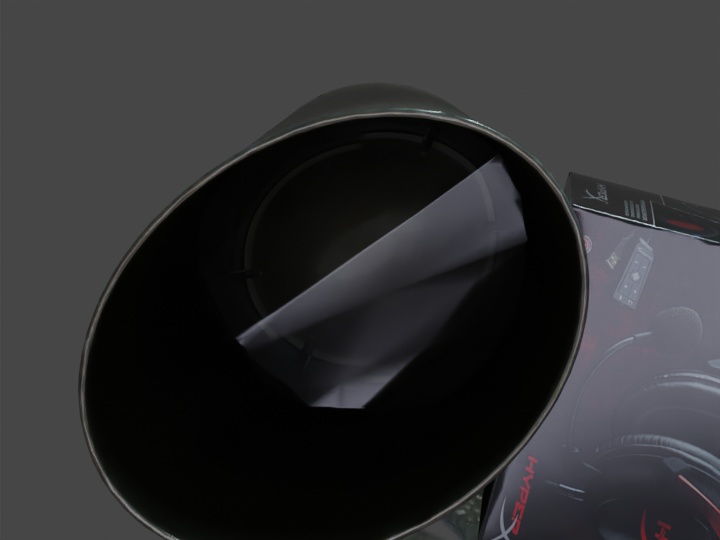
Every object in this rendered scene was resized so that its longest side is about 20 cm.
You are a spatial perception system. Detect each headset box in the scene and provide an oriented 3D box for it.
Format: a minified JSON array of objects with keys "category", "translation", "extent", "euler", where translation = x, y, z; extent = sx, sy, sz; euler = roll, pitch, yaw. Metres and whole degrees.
[{"category":"headset box","translation":[0.160,0.060,0.816],"extent":[0.199,0.075,0.149],"euler":[15,104,2]}]

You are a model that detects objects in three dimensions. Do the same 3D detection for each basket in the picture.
[{"category":"basket","translation":[0.000,0.000,0.754],"extent":[0.180,0.200,0.136],"euler":[-35,98,13]}]
